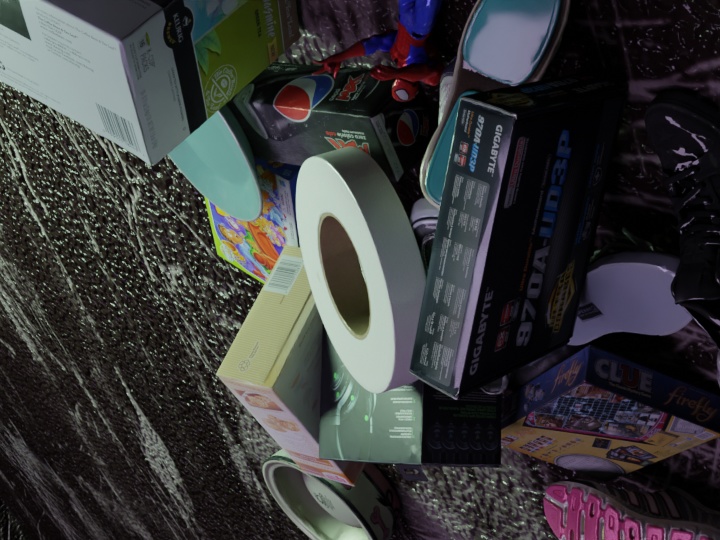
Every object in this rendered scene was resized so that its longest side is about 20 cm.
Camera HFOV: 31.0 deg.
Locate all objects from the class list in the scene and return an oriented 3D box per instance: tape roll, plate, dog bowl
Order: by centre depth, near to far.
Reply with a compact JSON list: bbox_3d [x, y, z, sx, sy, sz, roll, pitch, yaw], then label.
[{"bbox_3d":[0.000,0.000,1.071,0.202,0.037,0.206,163,91,-72],"label":"tape roll"},{"bbox_3d":[-0.151,-0.133,1.218,0.200,0.025,0.201,42,157,22],"label":"plate"},{"bbox_3d":[-0.032,0.294,1.698,0.199,0.074,0.201,33,151,21],"label":"dog bowl"}]

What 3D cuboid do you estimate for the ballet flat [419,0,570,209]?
[{"bbox_3d":[0.098,-0.136,0.931,0.069,0.069,0.202,34,116,17],"label":"ballet flat"}]

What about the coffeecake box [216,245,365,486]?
[{"bbox_3d":[-0.040,0.099,1.312,0.072,0.155,0.201,9,150,33],"label":"coffeecake box"}]

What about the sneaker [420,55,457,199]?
[{"bbox_3d":[0.089,-0.074,1.029,0.076,0.085,0.202,24,145,33],"label":"sneaker"}]

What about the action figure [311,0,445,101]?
[{"bbox_3d":[0.021,-0.185,0.959,0.066,0.098,0.201,54,160,27],"label":"action figure"}]

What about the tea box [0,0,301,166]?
[{"bbox_3d":[-0.186,-0.226,1.072,0.198,0.197,0.135,29,149,27],"label":"tea box"}]

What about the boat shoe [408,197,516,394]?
[{"bbox_3d":[0.091,0.026,1.033,0.071,0.072,0.201,-3,140,32],"label":"boat shoe"}]

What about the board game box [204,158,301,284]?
[{"bbox_3d":[-0.099,-0.064,1.337,0.133,0.045,0.202,30,149,26],"label":"board game box"}]

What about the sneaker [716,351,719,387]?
[{"bbox_3d":[0.341,0.103,0.939,0.198,0.075,0.100,12,139,46],"label":"sneaker"}]

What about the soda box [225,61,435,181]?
[{"bbox_3d":[-0.030,-0.133,1.133,0.198,0.063,0.071,13,139,44],"label":"soda box"}]

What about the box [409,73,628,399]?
[{"bbox_3d":[0.111,-0.029,0.903,0.046,0.158,0.203,24,115,32],"label":"box"}]

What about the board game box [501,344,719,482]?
[{"bbox_3d":[0.209,0.130,1.139,0.134,0.035,0.200,21,154,-12],"label":"board game box"}]

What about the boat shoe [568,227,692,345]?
[{"bbox_3d":[0.207,0.010,1.002,0.074,0.068,0.199,44,158,-3],"label":"boat shoe"}]

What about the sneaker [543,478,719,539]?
[{"bbox_3d":[0.266,0.233,1.197,0.198,0.087,0.075,10,110,36],"label":"sneaker"}]

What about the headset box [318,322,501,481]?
[{"bbox_3d":[0.044,0.088,1.178,0.092,0.204,0.173,6,170,-32],"label":"headset box"}]

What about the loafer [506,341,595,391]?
[{"bbox_3d":[0.141,0.087,1.195,0.072,0.073,0.199,45,154,-12],"label":"loafer"}]

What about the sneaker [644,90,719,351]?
[{"bbox_3d":[0.243,-0.017,0.880,0.200,0.104,0.060,49,152,-10],"label":"sneaker"}]
